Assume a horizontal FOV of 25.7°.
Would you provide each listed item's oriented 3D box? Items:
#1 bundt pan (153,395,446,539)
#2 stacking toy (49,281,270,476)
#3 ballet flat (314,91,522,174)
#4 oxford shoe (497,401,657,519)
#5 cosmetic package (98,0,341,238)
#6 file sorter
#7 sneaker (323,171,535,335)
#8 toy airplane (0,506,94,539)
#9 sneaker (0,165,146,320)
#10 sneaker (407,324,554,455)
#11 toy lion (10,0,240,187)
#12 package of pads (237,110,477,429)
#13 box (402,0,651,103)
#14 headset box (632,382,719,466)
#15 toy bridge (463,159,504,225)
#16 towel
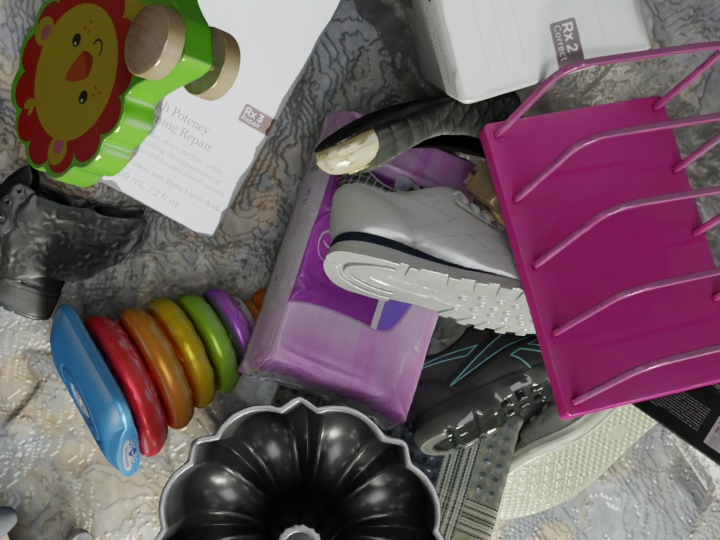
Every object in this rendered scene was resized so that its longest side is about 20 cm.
[{"bbox_3d":[-0.040,0.183,1.084,0.199,0.076,0.204,0,93,1],"label":"bundt pan"},{"bbox_3d":[-0.115,0.054,1.151,0.199,0.116,0.110,-26,65,-19],"label":"stacking toy"},{"bbox_3d":[0.047,-0.087,1.062,0.199,0.066,0.057,-17,97,-44],"label":"ballet flat"},{"bbox_3d":[0.165,0.120,1.212,0.200,0.058,0.075,-42,134,16],"label":"oxford shoe"},{"bbox_3d":[-0.101,-0.136,1.120,0.101,0.074,0.201,27,98,-10],"label":"cosmetic package"},{"bbox_3d":[0.184,-0.028,1.005,0.138,0.125,0.202,-11,77,-20],"label":"file sorter"},{"bbox_3d":[0.072,-0.013,1.077,0.198,0.076,0.081,19,60,-21],"label":"sneaker"},{"bbox_3d":[-0.269,0.266,1.148,0.199,0.141,0.200,35,95,-11],"label":"toy airplane"},{"bbox_3d":[-0.262,-0.036,1.132,0.198,0.060,0.105,26,99,-16],"label":"sneaker"},{"bbox_3d":[0.120,0.061,1.147,0.198,0.076,0.080,-22,62,-1],"label":"sneaker"},{"bbox_3d":[-0.171,-0.166,1.076,0.068,0.191,0.202,15,63,-46],"label":"toy lion"},{"bbox_3d":[0.000,0.000,1.124,0.120,0.076,0.202,22,76,-15],"label":"package of pads"},{"bbox_3d":[0.089,-0.232,1.056,0.129,0.200,0.201,-16,102,-2],"label":"box"},{"bbox_3d":[0.303,0.119,1.141,0.148,0.199,0.078,36,97,33],"label":"headset box"},{"bbox_3d":[0.132,-0.019,1.149,0.027,0.067,0.200,-51,133,-3],"label":"toy bridge"},{"bbox_3d":[0.006,0.169,1.168,0.191,0.035,0.202,20,73,0],"label":"towel"}]
